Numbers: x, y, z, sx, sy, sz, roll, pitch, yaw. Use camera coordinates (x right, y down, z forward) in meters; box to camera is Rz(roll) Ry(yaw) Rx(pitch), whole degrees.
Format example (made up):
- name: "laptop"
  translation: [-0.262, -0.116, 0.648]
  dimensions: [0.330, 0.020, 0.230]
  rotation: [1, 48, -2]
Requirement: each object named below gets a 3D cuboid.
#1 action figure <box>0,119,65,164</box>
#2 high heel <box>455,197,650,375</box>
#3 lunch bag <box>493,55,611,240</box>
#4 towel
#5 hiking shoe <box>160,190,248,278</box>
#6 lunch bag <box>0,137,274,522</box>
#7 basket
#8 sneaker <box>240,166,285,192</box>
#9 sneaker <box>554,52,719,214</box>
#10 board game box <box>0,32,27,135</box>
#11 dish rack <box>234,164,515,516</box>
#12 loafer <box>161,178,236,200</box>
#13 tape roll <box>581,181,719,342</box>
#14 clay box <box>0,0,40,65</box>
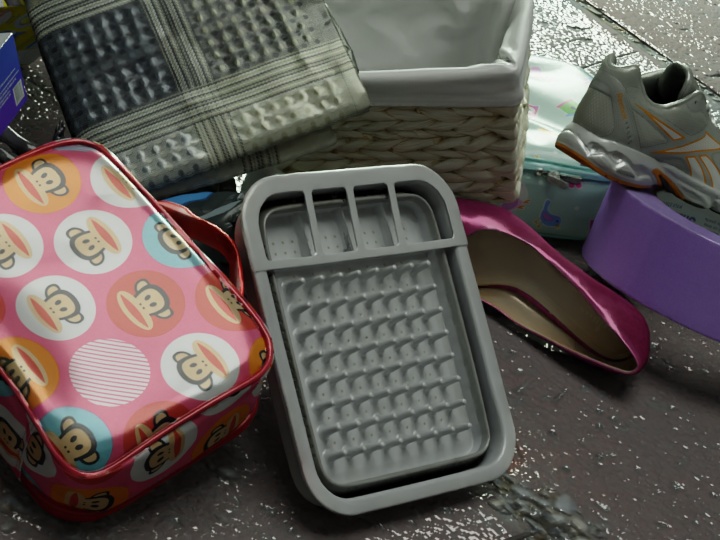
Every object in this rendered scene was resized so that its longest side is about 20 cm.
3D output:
- name: "action figure"
  translation: [-0.290, -0.106, 1.201]
  dimensions: [0.198, 0.103, 0.119]
  rotation: [16, 16, -7]
- name: "high heel"
  translation: [0.110, 0.013, 1.286]
  dimensions: [0.199, 0.068, 0.096]
  rotation: [31, 18, -8]
- name: "lunch bag"
  translation: [0.130, -0.105, 1.476]
  dimensions: [0.159, 0.078, 0.201]
  rotation: [10, 31, -14]
- name: "towel"
  translation: [-0.111, -0.148, 1.252]
  dimensions: [0.199, 0.035, 0.194]
  rotation: [-21, 69, -9]
- name: "hiking shoe"
  translation: [-0.136, 0.001, 1.172]
  dimensions: [0.199, 0.075, 0.086]
  rotation: [-21, 19, -40]
- name: "lunch bag"
  translation: [-0.146, 0.022, 1.030]
  dimensions: [0.176, 0.082, 0.200]
  rotation: [-30, 69, -29]
- name: "basket"
  translation: [0.028, -0.128, 1.339]
  dimensions: [0.198, 0.124, 0.136]
  rotation: [0, 40, 11]
- name: "sneaker"
  translation: [0.000, 0.000, 1.241]
  dimensions: [0.099, 0.071, 0.200]
  rotation: [-8, 46, -42]
- name: "sneaker"
  translation: [0.239, -0.100, 1.351]
  dimensions: [0.199, 0.093, 0.076]
  rotation: [13, 17, -36]
- name: "board game box"
  translation: [-0.281, -0.073, 1.033]
  dimensions: [0.133, 0.045, 0.200]
  rotation: [-4, 27, 9]
- name: "dish rack"
  translation: [0.003, 0.041, 1.106]
  dimensions: [0.171, 0.043, 0.202]
  rotation: [-7, 79, -41]
- name: "loafer"
  translation: [-0.152, -0.111, 1.335]
  dimensions: [0.072, 0.073, 0.201]
  rotation: [8, 40, -36]
- name: "tape roll"
  translation: [0.265, -0.003, 1.358]
  dimensions: [0.199, 0.066, 0.200]
  rotation: [20, 15, -5]
- name: "clay box"
  translation: [-0.278, -0.180, 1.300]
  dimensions: [0.199, 0.114, 0.048]
  rotation: [-15, 80, -54]
